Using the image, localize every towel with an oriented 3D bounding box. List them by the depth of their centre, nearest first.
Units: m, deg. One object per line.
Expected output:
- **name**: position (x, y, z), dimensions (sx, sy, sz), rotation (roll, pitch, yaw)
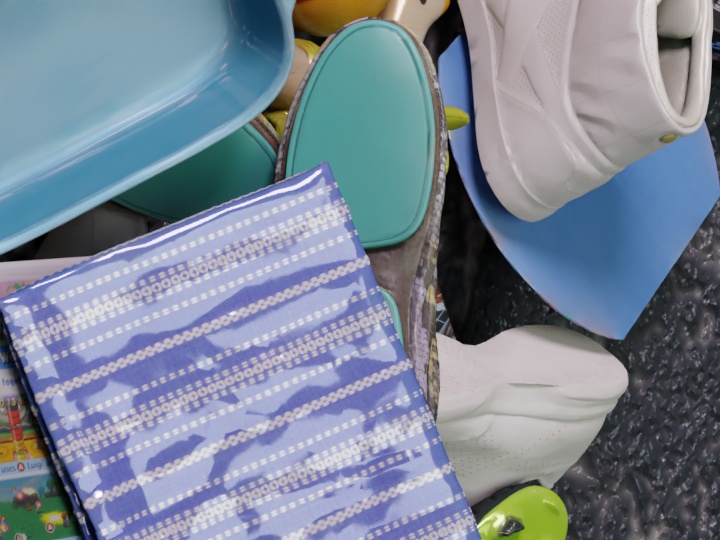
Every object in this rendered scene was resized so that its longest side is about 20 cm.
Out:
- **towel**: position (-0.037, 0.076, 0.945), dimensions (0.145, 0.024, 0.200), rotation (-23, 92, -18)

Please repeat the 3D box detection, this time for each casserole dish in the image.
- **casserole dish**: position (-0.118, -0.083, 0.942), dimensions (0.200, 0.039, 0.121), rotation (-29, 121, -9)

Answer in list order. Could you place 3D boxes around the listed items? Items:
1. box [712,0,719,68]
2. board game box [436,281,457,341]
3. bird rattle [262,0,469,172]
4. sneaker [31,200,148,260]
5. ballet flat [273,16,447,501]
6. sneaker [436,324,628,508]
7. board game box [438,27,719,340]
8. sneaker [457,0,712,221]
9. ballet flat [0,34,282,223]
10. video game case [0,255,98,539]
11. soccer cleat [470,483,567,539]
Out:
- **box**: position (0.218, -0.197, 1.288), dimensions (0.200, 0.050, 0.199), rotation (19, 80, -41)
- **board game box**: position (-0.034, 0.081, 1.139), dimensions (0.200, 0.035, 0.136), rotation (-33, 117, -32)
- **bird rattle**: position (-0.036, -0.123, 1.088), dimensions (0.200, 0.113, 0.163), rotation (53, 52, -19)
- **sneaker**: position (-0.146, 0.045, 1.017), dimensions (0.080, 0.070, 0.200), rotation (27, 72, -18)
- **ballet flat**: position (0.000, 0.000, 1.018), dimensions (0.072, 0.072, 0.200), rotation (10, 78, -41)
- **sneaker**: position (0.029, 0.073, 1.129), dimensions (0.200, 0.075, 0.089), rotation (5, 120, -34)
- **board game box**: position (0.093, -0.059, 1.204), dimensions (0.158, 0.039, 0.200), rotation (54, 42, -14)
- **sneaker**: position (0.102, -0.132, 1.124), dimensions (0.074, 0.116, 0.200), rotation (15, 59, -46)
- **ballet flat**: position (-0.120, -0.071, 1.008), dimensions (0.200, 0.071, 0.071), rotation (15, 87, -29)
- **video game case**: position (-0.083, 0.083, 0.974), dimensions (0.200, 0.024, 0.182), rotation (-5, 79, -44)
- **soccer cleat**: position (0.015, 0.171, 1.148), dimensions (0.068, 0.081, 0.200), rotation (41, 85, -33)
